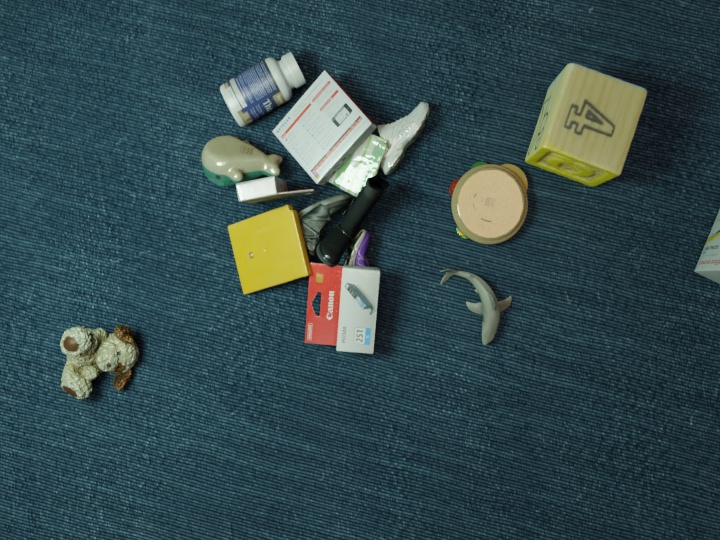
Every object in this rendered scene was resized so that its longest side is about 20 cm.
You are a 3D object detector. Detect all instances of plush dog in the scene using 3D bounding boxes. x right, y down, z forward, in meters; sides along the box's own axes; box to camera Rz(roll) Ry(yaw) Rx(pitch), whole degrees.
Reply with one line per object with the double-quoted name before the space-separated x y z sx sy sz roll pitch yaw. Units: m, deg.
"plush dog" -0.638 0.205 1.583 0.167 0.162 0.204 8 118 -11

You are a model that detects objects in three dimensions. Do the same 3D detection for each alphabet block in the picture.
"alphabet block" 0.523 -0.335 1.500 0.192 0.195 0.205 19 91 4

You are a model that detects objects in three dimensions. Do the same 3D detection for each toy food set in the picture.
"toy food set" 0.316 -0.167 1.577 0.192 0.049 0.206 2 90 3

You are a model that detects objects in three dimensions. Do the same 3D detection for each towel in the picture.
"towel" -0.041 -0.285 1.577 0.197 0.023 0.155 28 100 14

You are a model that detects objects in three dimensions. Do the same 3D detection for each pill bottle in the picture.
"pill bottle" -0.237 -0.451 1.571 0.197 0.111 0.113 -29 88 2

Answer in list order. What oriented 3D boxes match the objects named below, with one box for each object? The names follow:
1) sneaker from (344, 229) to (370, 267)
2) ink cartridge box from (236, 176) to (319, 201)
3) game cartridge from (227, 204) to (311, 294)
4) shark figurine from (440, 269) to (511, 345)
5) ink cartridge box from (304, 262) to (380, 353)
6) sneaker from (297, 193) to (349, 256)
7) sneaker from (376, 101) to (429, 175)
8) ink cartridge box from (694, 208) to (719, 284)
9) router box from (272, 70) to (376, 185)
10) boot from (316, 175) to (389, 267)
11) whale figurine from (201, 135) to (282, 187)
"sneaker" 0.000 0.000 1.585 0.081 0.081 0.206 7 99 -12
"ink cartridge box" -0.190 -0.194 1.513 0.171 0.200 0.046 -10 95 1
"game cartridge" -0.225 -0.051 1.570 0.196 0.032 0.181 -15 88 24
"shark figurine" 0.295 0.059 1.557 0.127 0.090 0.216 -36 90 0
"ink cartridge box" -0.045 0.090 1.531 0.171 0.045 0.206 5 99 1
"sneaker" -0.100 -0.110 1.581 0.196 0.076 0.116 -28 90 5
"sneaker" 0.091 -0.344 1.576 0.099 0.078 0.202 37 90 6
"ink cartridge box" 0.919 -0.061 1.502 0.142 0.147 0.204 23 90 2
"router box" -0.088 -0.344 1.551 0.200 0.049 0.180 -44 80 15
"boot" -0.016 -0.119 1.497 0.065 0.166 0.200 36 119 -9
"whale figurine" -0.293 -0.256 1.576 0.194 0.161 0.105 7 133 -8
